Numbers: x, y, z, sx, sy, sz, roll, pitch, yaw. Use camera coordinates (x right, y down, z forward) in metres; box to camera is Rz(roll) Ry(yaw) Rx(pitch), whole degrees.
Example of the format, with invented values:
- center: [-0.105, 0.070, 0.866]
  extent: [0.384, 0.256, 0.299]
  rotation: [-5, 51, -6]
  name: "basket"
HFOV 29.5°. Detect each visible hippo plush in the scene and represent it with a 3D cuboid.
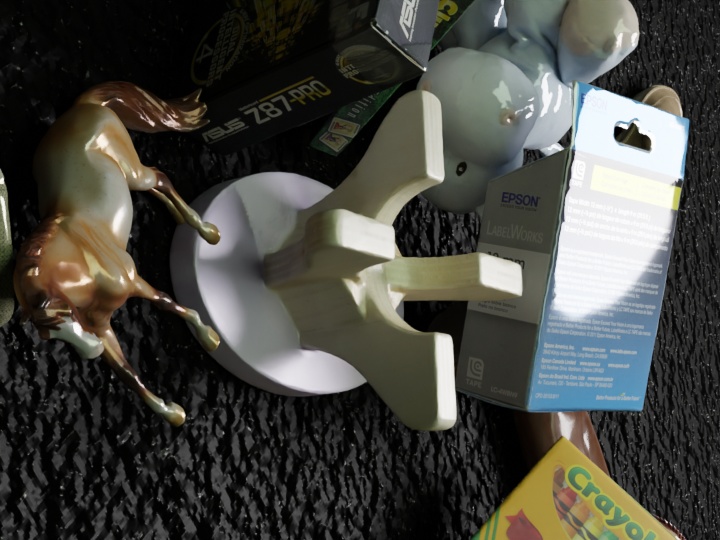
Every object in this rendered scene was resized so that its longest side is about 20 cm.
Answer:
- center: [0.077, -0.122, 0.936]
  extent: [0.161, 0.159, 0.201]
  rotation: [-43, 161, -32]
  name: "hippo plush"

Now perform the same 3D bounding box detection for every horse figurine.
- center: [-0.116, -0.022, 0.653]
  extent: [0.132, 0.049, 0.202]
  rotation: [43, 34, -43]
  name: "horse figurine"

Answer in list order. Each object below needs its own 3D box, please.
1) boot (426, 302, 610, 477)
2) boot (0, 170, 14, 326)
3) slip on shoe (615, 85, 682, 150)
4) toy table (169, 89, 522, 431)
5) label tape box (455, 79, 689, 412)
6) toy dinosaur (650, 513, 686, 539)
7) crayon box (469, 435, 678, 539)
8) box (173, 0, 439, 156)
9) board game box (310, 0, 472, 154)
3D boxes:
- center: [0.120, 0.111, 0.982]
  extent: [0.186, 0.064, 0.203]
  rotation: [-32, 113, -52]
  name: "boot"
- center: [-0.213, -0.036, 0.514]
  extent: [0.155, 0.071, 0.203]
  rotation: [-42, 123, -50]
  name: "boot"
- center: [0.270, -0.116, 1.248]
  extent: [0.200, 0.060, 0.077]
  rotation: [-41, 115, -52]
  name: "slip on shoe"
- center: [0.000, 0.000, 0.779]
  extent: [0.199, 0.116, 0.187]
  rotation: [-6, 86, -55]
  name: "toy table"
- center: [0.141, -0.012, 0.894]
  extent: [0.142, 0.066, 0.203]
  rotation: [7, 92, -48]
  name: "label tape box"
- center: [0.319, 0.305, 1.203]
  extent: [0.181, 0.104, 0.203]
  rotation: [39, 36, -70]
  name: "toy dinosaur"
- center: [0.132, 0.199, 0.884]
  extent: [0.127, 0.051, 0.200]
  rotation: [41, 53, 10]
  name: "crayon box"
- center: [-0.019, -0.175, 0.752]
  extent: [0.049, 0.160, 0.202]
  rotation: [34, 56, -38]
  name: "box"
- center: [0.031, -0.162, 0.785]
  extent: [0.023, 0.200, 0.106]
  rotation: [24, 50, -20]
  name: "board game box"
